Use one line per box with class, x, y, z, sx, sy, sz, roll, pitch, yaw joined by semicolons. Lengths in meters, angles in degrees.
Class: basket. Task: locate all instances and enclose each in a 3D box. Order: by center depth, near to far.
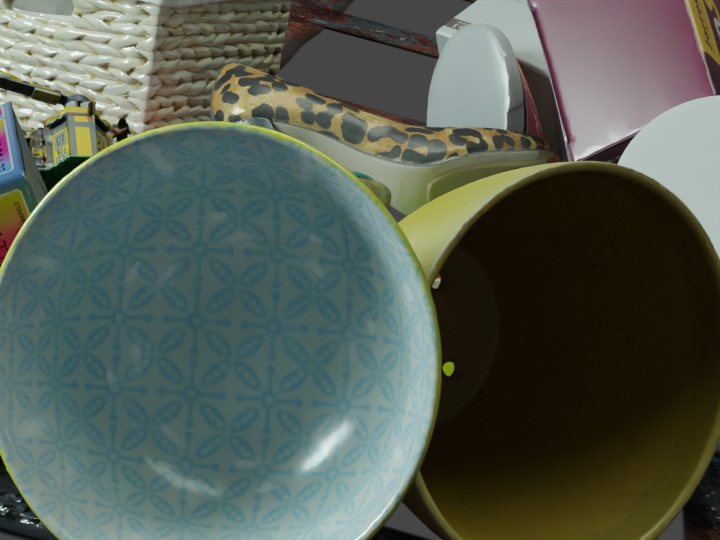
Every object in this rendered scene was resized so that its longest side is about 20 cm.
basket;-0.176;-0.147;1.498;0.197;0.162;0.200;13;12;23

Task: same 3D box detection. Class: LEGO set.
LEGO set;-0.223;-0.057;1.165;0.198;0.154;0.116;-5;46;-8

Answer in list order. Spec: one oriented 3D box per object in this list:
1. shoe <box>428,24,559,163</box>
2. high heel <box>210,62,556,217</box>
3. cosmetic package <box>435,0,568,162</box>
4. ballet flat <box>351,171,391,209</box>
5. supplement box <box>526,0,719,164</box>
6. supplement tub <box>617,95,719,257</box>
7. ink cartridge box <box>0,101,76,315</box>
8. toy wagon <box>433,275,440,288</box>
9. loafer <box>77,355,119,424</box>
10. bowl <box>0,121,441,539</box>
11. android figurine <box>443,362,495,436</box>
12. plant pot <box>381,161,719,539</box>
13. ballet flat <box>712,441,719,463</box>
shoe;0.104;-0.058;1.418;0.071;0.202;0.091;-15;-12;42
high heel;0.012;-0.093;1.336;0.199;0.072;0.143;-14;56;-23
cosmetic package;0.128;-0.089;1.516;0.113;0.201;0.081;28;51;37
ballet flat;-0.042;-0.013;1.089;0.070;0.071;0.199;24;12;33
supplement box;0.202;-0.105;1.376;0.103;0.132;0.200;-23;-29;23
supplement tub;0.223;-0.002;1.282;0.140;0.141;0.200;21;-17;25
ink cartridge box;-0.242;0.001;1.016;0.199;0.077;0.137;-22;21;-5
toy wagon;0.000;0.000;1.336;0.154;0.040;0.200;-2;12;-8
loafer;-0.162;0.037;1.069;0.073;0.071;0.200;2;19;-37
bowl;-0.056;0.037;0.957;0.199;0.202;0.108;16;4;7
android figurine;0.107;0.075;1.237;0.182;0.041;0.199;27;18;39
plant pot;0.065;0.041;1.075;0.199;0.202;0.142;4;4;-32
ballet flat;0.147;0.038;1.198;0.199;0.070;0.069;28;21;36
